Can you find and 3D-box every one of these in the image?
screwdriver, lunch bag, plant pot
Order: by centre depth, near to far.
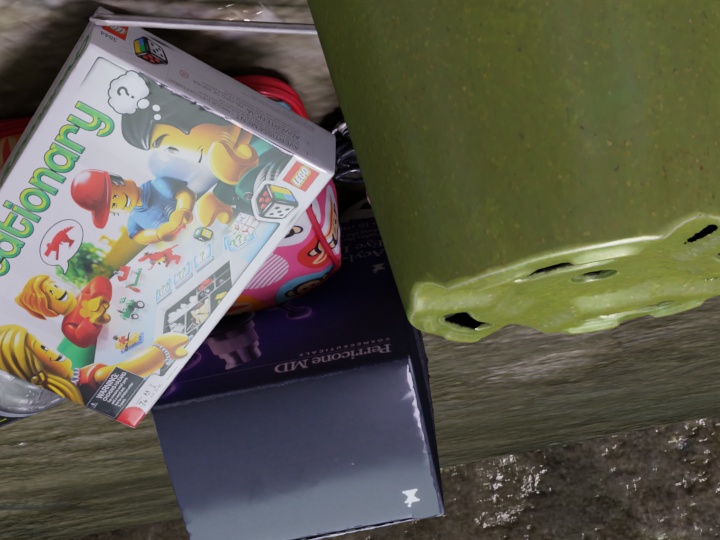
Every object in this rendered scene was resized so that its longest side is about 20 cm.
[{"bbox_3d":[0.062,-0.083,0.458,0.198,0.192,0.200,-9,166,-2],"label":"plant pot"},{"bbox_3d":[-0.026,-0.111,0.642,0.198,0.028,0.029,-1,-166,-20],"label":"screwdriver"},{"bbox_3d":[-0.116,-0.034,0.753,0.198,0.083,0.176,-10,157,6],"label":"lunch bag"}]

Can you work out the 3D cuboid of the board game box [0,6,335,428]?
[{"bbox_3d":[-0.117,-0.016,0.677,0.125,0.035,0.200,26,125,-21],"label":"board game box"}]

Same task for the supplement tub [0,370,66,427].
[{"bbox_3d":[-0.249,0.043,0.910,0.122,0.124,0.199,5,161,-45],"label":"supplement tub"}]

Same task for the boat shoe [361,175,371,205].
[{"bbox_3d":[0.056,-0.020,0.770,0.075,0.073,0.200,-4,167,25],"label":"boat shoe"}]

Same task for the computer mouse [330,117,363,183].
[{"bbox_3d":[0.088,-0.075,0.813,0.198,0.053,0.138,-2,167,18],"label":"computer mouse"}]

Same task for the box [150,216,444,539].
[{"bbox_3d":[-0.034,0.063,0.838,0.146,0.105,0.200,-12,-155,3],"label":"box"}]

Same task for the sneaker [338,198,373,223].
[{"bbox_3d":[0.000,0.000,1.029,0.114,0.076,0.200,-9,159,25],"label":"sneaker"}]
